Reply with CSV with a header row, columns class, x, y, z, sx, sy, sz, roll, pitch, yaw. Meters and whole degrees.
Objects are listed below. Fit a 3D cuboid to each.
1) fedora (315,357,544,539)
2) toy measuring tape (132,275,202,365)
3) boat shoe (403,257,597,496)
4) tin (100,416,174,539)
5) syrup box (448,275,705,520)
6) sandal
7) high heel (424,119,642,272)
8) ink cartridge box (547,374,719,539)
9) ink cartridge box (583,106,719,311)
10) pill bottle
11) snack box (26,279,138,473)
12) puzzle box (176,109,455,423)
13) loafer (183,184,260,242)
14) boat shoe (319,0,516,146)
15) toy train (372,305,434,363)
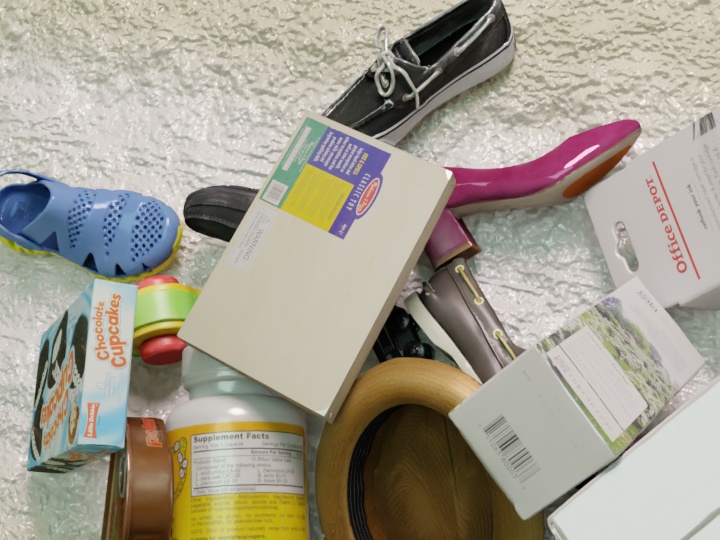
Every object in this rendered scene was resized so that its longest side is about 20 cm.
class,x,y,z,sx,sy,sz,roll,pitch,yaw
fedora,0.058,0.159,0.755,0.197,0.081,0.205,5,99,32
toy measuring tape,-0.130,0.030,0.867,0.196,0.074,0.075,-18,70,10
boat shoe,0.112,0.076,0.785,0.060,0.072,0.202,-41,65,5
tin,-0.169,0.204,0.783,0.112,0.041,0.204,-133,50,-59
syrup box,0.148,0.076,0.692,0.081,0.199,0.079,-43,78,31
sandal,-0.249,-0.043,0.914,0.196,0.087,0.081,7,74,15
high heel,0.119,-0.087,0.838,0.198,0.067,0.097,-33,72,16
ink cartridge box,0.200,0.151,0.669,0.147,0.200,0.086,-39,69,0
ink cartridge box,0.270,-0.050,0.756,0.199,0.066,0.118,-32,64,37
pill bottle,-0.094,0.160,0.796,0.110,0.113,0.204,-7,73,13
snack box,-0.219,0.089,0.820,0.036,0.199,0.119,9,71,-25
puzzle box,-0.030,-0.008,0.775,0.131,0.025,0.202,25,77,20
loafer,-0.062,-0.019,0.838,0.197,0.068,0.072,14,77,25
boat shoe,0.036,-0.161,0.869,0.197,0.068,0.074,-28,52,4
toy train,0.000,0.000,0.861,0.045,0.034,0.202,-32,68,15
